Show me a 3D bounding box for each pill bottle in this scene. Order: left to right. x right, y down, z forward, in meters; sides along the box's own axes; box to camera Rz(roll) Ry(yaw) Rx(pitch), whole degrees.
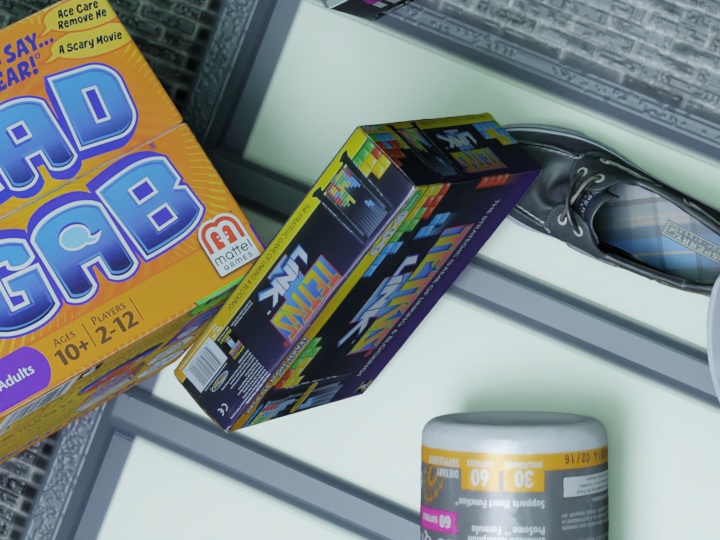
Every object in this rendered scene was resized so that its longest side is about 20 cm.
[{"bbox_3d":[0.094,0.189,1.598,0.116,0.116,0.201,0,92,14],"label":"pill bottle"}]

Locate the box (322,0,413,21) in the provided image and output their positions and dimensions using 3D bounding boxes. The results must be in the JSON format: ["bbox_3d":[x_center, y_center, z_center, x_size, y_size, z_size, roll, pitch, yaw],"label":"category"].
[{"bbox_3d":[0.049,-0.261,1.588,0.199,0.124,0.149,-26,86,12],"label":"box"}]

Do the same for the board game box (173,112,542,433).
[{"bbox_3d":[0.000,0.000,1.565,0.057,0.165,0.200,47,116,19],"label":"board game box"}]

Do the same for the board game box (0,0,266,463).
[{"bbox_3d":[-0.213,-0.012,1.581,0.200,0.200,0.200,-30,84,-28],"label":"board game box"}]

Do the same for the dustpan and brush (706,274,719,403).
[{"bbox_3d":[0.271,0.096,1.583,0.139,0.057,0.201,3,93,-8],"label":"dustpan and brush"}]

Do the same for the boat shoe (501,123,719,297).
[{"bbox_3d":[0.153,-0.034,1.600,0.199,0.066,0.070,28,98,11],"label":"boat shoe"}]
